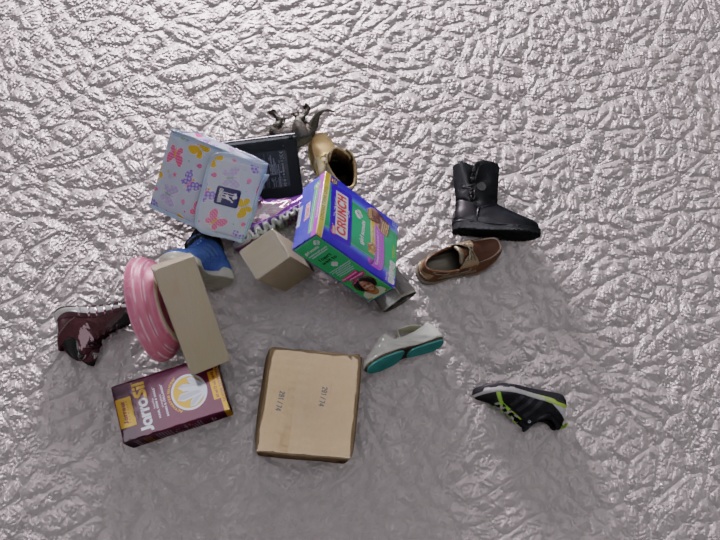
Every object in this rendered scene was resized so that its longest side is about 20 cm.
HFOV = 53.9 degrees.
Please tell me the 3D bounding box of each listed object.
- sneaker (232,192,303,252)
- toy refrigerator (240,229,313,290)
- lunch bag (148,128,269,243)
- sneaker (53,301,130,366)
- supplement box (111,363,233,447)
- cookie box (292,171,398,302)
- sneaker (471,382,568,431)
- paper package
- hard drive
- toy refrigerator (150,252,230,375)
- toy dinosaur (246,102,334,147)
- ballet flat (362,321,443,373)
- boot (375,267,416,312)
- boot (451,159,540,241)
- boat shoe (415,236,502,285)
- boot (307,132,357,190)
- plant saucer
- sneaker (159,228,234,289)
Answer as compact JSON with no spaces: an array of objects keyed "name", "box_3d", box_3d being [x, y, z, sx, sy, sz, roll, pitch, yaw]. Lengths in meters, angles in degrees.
[{"name":"sneaker","box_3d":[-0.191,-0.122,1.472,0.199,0.081,0.089,-30,83,-12]},{"name":"toy refrigerator","box_3d":[-0.158,-0.019,1.370,0.076,0.200,0.070,-34,79,4]},{"name":"lunch bag","box_3d":[-0.290,-0.166,1.384,0.199,0.127,0.171,25,104,12]},{"name":"sneaker","box_3d":[-0.493,0.126,1.373,0.198,0.076,0.117,-4,77,3]},{"name":"supplement box","box_3d":[-0.351,0.246,1.333,0.199,0.086,0.111,-17,74,-11]},{"name":"cookie box","box_3d":[-0.024,-0.064,1.352,0.199,0.075,0.172,33,42,-29]},{"name":"sneaker","box_3d":[0.319,0.275,1.403,0.198,0.072,0.083,10,72,-3]},{"name":"paper package","box_3d":[-0.099,0.256,1.349,0.189,0.104,0.202,6,71,-3]},{"name":"hard drive","box_3d":[-0.227,-0.208,1.492,0.198,0.033,0.141,-9,107,-9]},{"name":"toy refrigerator","box_3d":[-0.306,0.076,1.273,0.075,0.070,0.201,-21,104,-16]},{"name":"toy dinosaur","box_3d":[-0.147,-0.302,1.542,0.198,0.077,0.103,-9,77,4]},{"name":"ballet flat","box_3d":[0.075,0.150,1.412,0.199,0.069,0.070,-15,73,-31]},{"name":"boot","box_3d":[0.000,0.000,1.453,0.181,0.073,0.201,-22,80,-31]},{"name":"boot","box_3d":[0.296,-0.156,1.543,0.198,0.076,0.170,5,75,2]},{"name":"boat shoe","box_3d":[0.214,-0.024,1.492,0.199,0.072,0.076,-22,75,-13]},{"name":"boot","box_3d":[-0.059,-0.229,1.487,0.072,0.156,0.201,-13,73,-10]},{"name":"plant saucer","box_3d":[-0.376,0.068,1.328,0.050,0.201,0.202,-16,73,4]},{"name":"sneaker","box_3d":[-0.328,-0.035,1.384,0.076,0.200,0.112,-29,68,20]}]
